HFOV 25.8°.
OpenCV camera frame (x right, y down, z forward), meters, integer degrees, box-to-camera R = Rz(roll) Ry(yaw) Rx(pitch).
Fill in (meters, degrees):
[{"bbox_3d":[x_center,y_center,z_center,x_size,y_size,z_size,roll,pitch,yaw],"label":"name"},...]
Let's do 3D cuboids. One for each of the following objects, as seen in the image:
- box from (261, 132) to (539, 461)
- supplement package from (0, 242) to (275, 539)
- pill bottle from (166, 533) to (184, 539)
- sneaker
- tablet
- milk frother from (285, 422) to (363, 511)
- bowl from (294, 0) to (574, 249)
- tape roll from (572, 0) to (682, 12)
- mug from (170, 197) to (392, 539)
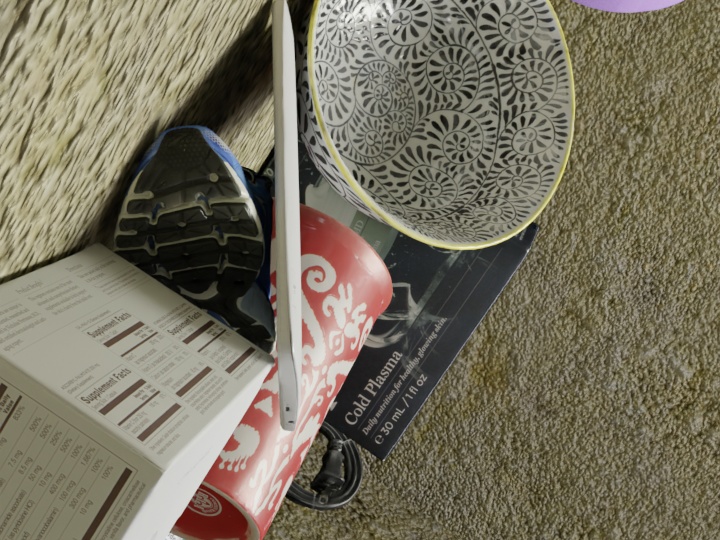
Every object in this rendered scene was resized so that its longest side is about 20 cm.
[{"bbox_3d":[0.000,0.000,1.205,0.200,0.196,0.124,-57,176,13],"label":"box"},{"bbox_3d":[-0.141,0.092,0.692,0.156,0.111,0.200,-57,177,12],"label":"supplement package"},{"bbox_3d":[-0.159,0.158,1.163,0.200,0.111,0.111,-55,177,-23],"label":"pill bottle"},{"bbox_3d":[-0.085,-0.025,0.836,0.200,0.078,0.089,89,-2,-64],"label":"sneaker"},{"bbox_3d":[-0.039,-0.027,0.837,0.130,0.014,0.201,96,-7,-67],"label":"tablet"},{"bbox_3d":[-0.119,0.197,1.429,0.181,0.200,0.188,-59,179,-21],"label":"milk frother"},{"bbox_3d":[0.026,-0.108,0.951,0.094,0.201,0.201,-9,-140,53],"label":"bowl"},{"bbox_3d":[0.196,-0.295,1.167,0.200,0.200,0.066,-55,177,-21],"label":"tape roll"},{"bbox_3d":[-0.067,0.083,1.041,0.200,0.133,0.178,-66,146,-32],"label":"mug"}]
